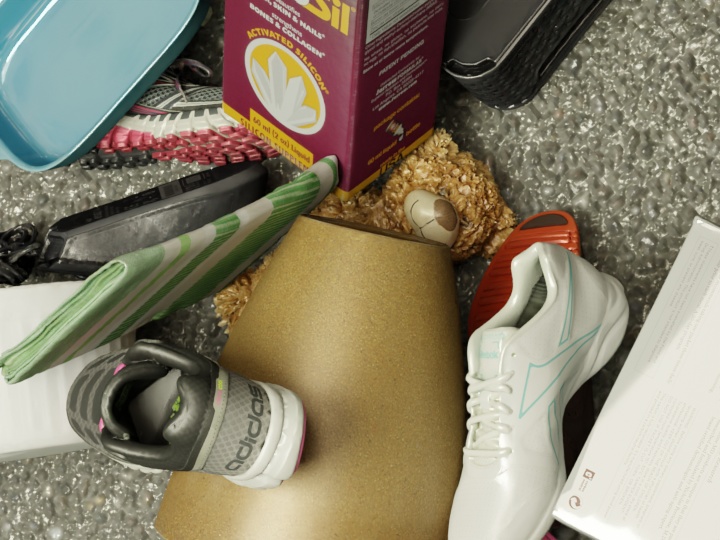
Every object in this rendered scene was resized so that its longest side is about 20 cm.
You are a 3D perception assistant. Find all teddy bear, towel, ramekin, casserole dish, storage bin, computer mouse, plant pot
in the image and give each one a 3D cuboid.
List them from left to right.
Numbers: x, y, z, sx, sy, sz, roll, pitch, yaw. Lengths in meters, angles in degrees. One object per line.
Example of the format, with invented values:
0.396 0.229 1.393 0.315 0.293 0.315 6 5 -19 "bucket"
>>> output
-0.231 0.070 1.648 0.200 0.200 0.098 -9 85 16 "ramekin"
-0.170 -0.149 1.664 0.200 0.039 0.121 -47 64 14 "casserole dish"
-0.149 -0.017 1.687 0.199 0.139 0.053 -17 99 1 "computer mouse"
-0.110 -0.001 1.545 0.152 0.200 0.023 -39 81 43 "towel"
-0.013 0.073 1.564 0.186 0.186 0.201 12 93 19 "plant pot"
0.000 0.000 1.651 0.199 0.067 0.146 -19 78 14 "teddy bear"
0.053 -0.212 1.657 0.200 0.094 0.135 41 94 20 "storage bin"

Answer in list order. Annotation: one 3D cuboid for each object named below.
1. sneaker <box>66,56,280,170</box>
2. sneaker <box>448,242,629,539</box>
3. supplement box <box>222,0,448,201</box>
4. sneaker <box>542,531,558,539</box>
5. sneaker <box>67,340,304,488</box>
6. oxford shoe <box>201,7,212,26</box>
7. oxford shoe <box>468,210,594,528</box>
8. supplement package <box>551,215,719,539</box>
-0.120 -0.110 1.701 0.199 0.081 0.075 0 79 18 "sneaker"
0.085 0.076 1.514 0.070 0.080 0.201 2 64 43 "sneaker"
-0.015 -0.155 1.562 0.110 0.200 0.086 36 57 24 "supplement box"
0.101 0.248 1.574 0.073 0.088 0.201 -6 56 -9 "sneaker"
-0.117 0.074 1.480 0.200 0.087 0.074 10 79 53 "sneaker"
-0.181 -0.193 1.738 0.199 0.075 0.058 25 83 27 "oxford shoe"
0.109 0.061 1.613 0.071 0.073 0.201 -5 62 31 "oxford shoe"
0.250 0.105 1.510 0.199 0.147 0.192 26 89 20 "supplement package"
